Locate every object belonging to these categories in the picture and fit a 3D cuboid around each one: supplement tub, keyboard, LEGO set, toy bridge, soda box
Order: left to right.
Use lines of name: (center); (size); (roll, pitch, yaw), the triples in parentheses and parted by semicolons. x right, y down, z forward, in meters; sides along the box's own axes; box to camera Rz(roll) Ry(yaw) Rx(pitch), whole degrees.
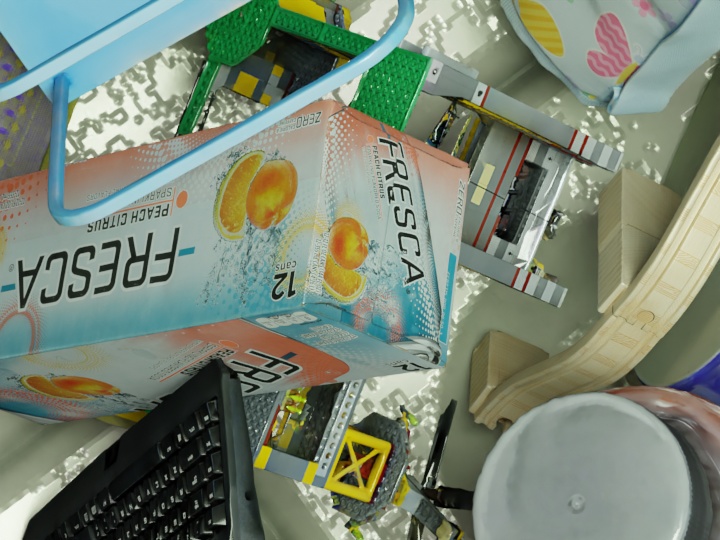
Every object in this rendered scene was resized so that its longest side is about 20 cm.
keyboard: (-0.084, 0.106, 0.879); (0.040, 0.200, 0.104); (-2, 70, -25)
soda box: (-0.059, 0.002, 0.867); (0.064, 0.200, 0.069); (23, 67, -40)
LEGO set: (0.000, 0.000, 0.944); (0.116, 0.154, 0.200); (23, 82, -41)
toy bridge: (0.097, -0.005, 0.934); (0.027, 0.200, 0.067); (25, 40, -16)
supplement tub: (0.105, 0.102, 0.902); (0.107, 0.200, 0.107); (-8, 69, 22)

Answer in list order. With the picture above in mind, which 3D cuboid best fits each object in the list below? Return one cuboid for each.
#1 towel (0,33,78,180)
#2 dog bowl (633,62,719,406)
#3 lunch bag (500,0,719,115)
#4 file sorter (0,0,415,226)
towel: (-0.175, -0.112, 0.922); (0.200, 0.023, 0.144); (26, 123, -9)
dog bowl: (0.173, -0.032, 0.944); (0.079, 0.200, 0.200); (24, 85, -9)
lunch bag: (0.110, -0.168, 0.929); (0.127, 0.170, 0.200); (1, 72, -12)
file sorter: (-0.087, -0.137, 0.806); (0.139, 0.123, 0.200); (-28, 117, 10)
